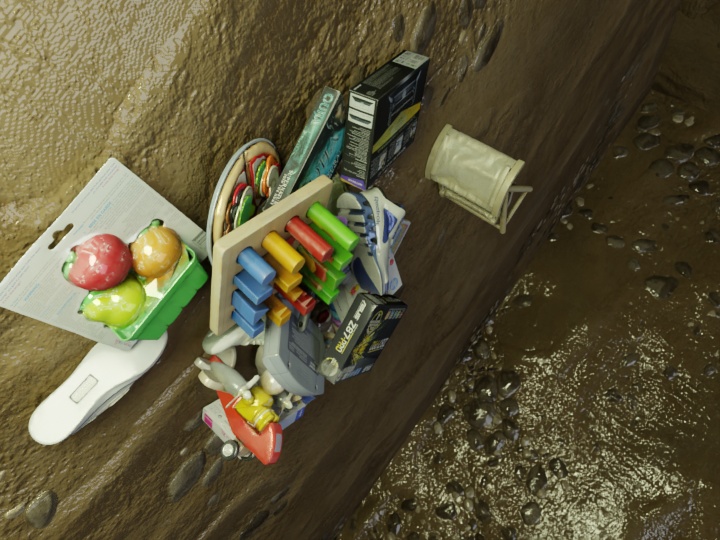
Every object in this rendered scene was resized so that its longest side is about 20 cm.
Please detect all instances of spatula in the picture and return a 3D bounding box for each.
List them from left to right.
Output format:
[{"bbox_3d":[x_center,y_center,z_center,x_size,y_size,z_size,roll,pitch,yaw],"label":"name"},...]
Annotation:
[{"bbox_3d":[-0.070,0.005,0.854,0.021,0.056,0.203,33,72,-54],"label":"spatula"}]

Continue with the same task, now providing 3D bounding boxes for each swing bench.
[{"bbox_3d":[0.268,-0.207,1.176,0.131,0.198,0.200,-57,154,6],"label":"swing bench"}]

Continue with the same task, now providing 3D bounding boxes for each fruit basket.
[{"bbox_3d":[-0.281,-0.007,0.594,0.186,0.093,0.200,-53,146,-7],"label":"fruit basket"}]

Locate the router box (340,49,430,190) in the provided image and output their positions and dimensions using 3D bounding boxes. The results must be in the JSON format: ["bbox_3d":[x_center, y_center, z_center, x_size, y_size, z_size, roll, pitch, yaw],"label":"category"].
[{"bbox_3d":[0.042,-0.251,0.848,0.200,0.052,0.159,-50,158,-42],"label":"router box"}]

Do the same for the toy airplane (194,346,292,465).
[{"bbox_3d":[-0.190,0.202,0.868,0.140,0.200,0.200,-33,-162,4],"label":"toy airplane"}]

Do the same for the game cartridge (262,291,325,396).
[{"bbox_3d":[-0.109,0.136,0.868,0.040,0.135,0.201,-12,147,12],"label":"game cartridge"}]

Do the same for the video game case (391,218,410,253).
[{"bbox_3d":[0.025,-0.033,1.162,0.181,0.024,0.202,0,120,-61],"label":"video game case"}]

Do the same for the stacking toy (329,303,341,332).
[{"bbox_3d":[-0.039,0.039,1.055,0.085,0.085,0.202,-40,133,-29],"label":"stacking toy"}]

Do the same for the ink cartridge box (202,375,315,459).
[{"bbox_3d":[-0.198,0.275,1.021,0.199,0.119,0.042,-26,142,-46],"label":"ink cartridge box"}]

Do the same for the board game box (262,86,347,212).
[{"bbox_3d":[-0.073,-0.151,0.766,0.202,0.028,0.135,-65,169,-7],"label":"board game box"}]

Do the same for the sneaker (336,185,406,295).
[{"bbox_3d":[0.037,-0.063,0.912,0.115,0.080,0.202,-33,124,-32],"label":"sneaker"}]

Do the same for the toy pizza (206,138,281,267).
[{"bbox_3d":[-0.148,-0.080,0.710,0.200,0.031,0.203,18,89,-79],"label":"toy pizza"}]

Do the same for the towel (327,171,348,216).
[{"bbox_3d":[-0.086,-0.075,0.898,0.201,0.036,0.149,-53,156,-9],"label":"towel"}]

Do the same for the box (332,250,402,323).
[{"bbox_3d":[0.000,0.000,0.992,0.156,0.041,0.202,-44,136,-27],"label":"box"}]

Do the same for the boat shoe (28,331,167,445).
[{"bbox_3d":[-0.343,0.147,0.690,0.200,0.071,0.070,-50,-178,-21],"label":"boat shoe"}]

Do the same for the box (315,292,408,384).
[{"bbox_3d":[0.008,0.122,0.968,0.162,0.049,0.200,-59,161,7],"label":"box"}]

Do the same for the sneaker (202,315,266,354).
[{"bbox_3d":[-0.176,0.100,0.880,0.199,0.070,0.081,-30,114,-40],"label":"sneaker"}]

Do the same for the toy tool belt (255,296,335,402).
[{"bbox_3d":[-0.108,0.162,1.036,0.200,0.122,0.125,-44,159,-24],"label":"toy tool belt"}]

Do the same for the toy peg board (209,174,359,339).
[{"bbox_3d":[-0.099,0.006,0.713,0.199,0.098,0.201,-40,163,-36],"label":"toy peg board"}]
